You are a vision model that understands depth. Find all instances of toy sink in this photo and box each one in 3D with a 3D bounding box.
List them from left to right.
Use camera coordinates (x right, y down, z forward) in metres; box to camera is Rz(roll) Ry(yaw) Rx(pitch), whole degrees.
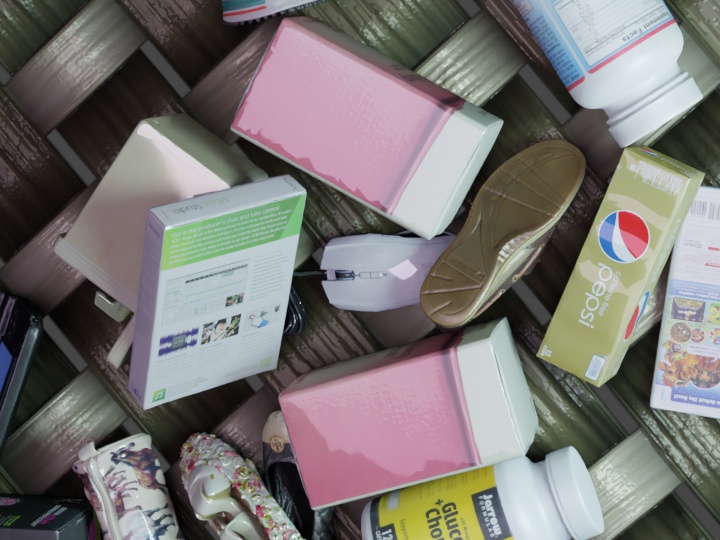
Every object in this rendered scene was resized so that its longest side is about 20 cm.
[{"bbox_3d":[-0.193,-0.032,1.627,0.112,0.130,0.201,36,104,5],"label":"toy sink"}]

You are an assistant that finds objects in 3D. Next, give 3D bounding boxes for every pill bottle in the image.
[{"bbox_3d":[0.109,0.227,1.606,0.199,0.112,0.113,-22,92,14],"label":"pill bottle"},{"bbox_3d":[0.204,-0.210,1.531,0.108,0.109,0.201,-31,91,14],"label":"pill bottle"}]

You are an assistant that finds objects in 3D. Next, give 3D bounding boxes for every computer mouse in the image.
[{"bbox_3d":[0.000,0.000,1.634,0.199,0.044,0.111,-5,96,12],"label":"computer mouse"}]

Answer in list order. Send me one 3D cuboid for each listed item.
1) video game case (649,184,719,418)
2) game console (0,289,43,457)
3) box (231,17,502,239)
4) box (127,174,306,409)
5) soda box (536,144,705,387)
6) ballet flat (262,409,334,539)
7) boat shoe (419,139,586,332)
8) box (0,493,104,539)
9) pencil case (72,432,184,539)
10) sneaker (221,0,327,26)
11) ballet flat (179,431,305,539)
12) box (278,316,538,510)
[{"bbox_3d":[0.338,0.033,1.582,0.142,0.018,0.202,9,99,10],"label":"video game case"},{"bbox_3d":[-0.388,0.110,1.683,0.116,0.176,0.201,18,92,-19],"label":"game console"},{"bbox_3d":[0.008,-0.126,1.565,0.199,0.128,0.109,29,102,6],"label":"box"},{"bbox_3d":[-0.126,0.019,1.574,0.036,0.144,0.201,46,137,37],"label":"box"},{"bbox_3d":[0.226,-0.005,1.565,0.064,0.068,0.201,27,106,17],"label":"soda box"},{"bbox_3d":[-0.060,0.229,1.664,0.066,0.057,0.202,-4,97,39],"label":"ballet flat"},{"bbox_3d":[0.128,-0.027,1.594,0.072,0.072,0.200,33,81,20],"label":"boat shoe"},{"bbox_3d":[-0.352,0.295,1.706,0.198,0.124,0.150,0,98,13],"label":"box"},{"bbox_3d":[-0.206,0.251,1.681,0.077,0.089,0.201,-20,88,19],"label":"pencil case"},{"bbox_3d":[-0.042,-0.283,1.591,0.199,0.070,0.094,-15,100,16],"label":"sneaker"},{"bbox_3d":[-0.112,0.222,1.641,0.200,0.064,0.076,44,119,27],"label":"ballet flat"},{"bbox_3d":[0.045,0.125,1.598,0.199,0.128,0.110,-16,94,13],"label":"box"}]
